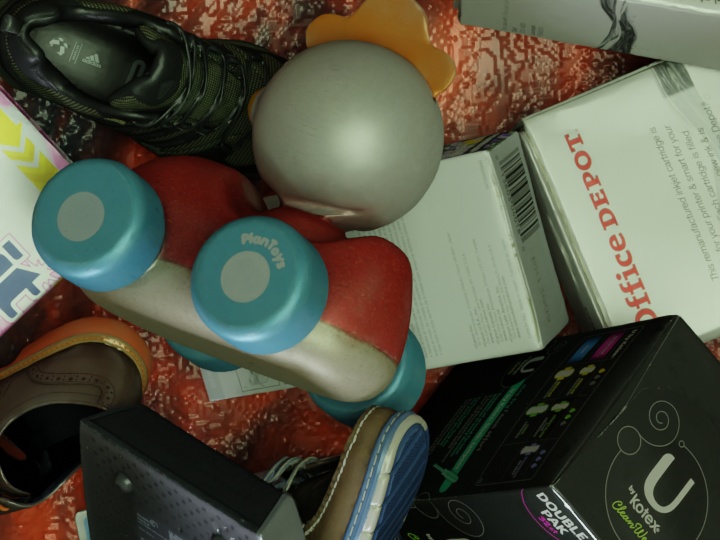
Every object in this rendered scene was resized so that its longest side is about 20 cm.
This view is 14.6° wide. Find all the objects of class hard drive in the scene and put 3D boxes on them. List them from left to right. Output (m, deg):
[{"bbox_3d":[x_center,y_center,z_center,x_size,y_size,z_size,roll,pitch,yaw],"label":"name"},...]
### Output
[{"bbox_3d":[-0.076,0.162,1.408,0.042,0.135,0.201,-39,143,-32],"label":"hard drive"}]

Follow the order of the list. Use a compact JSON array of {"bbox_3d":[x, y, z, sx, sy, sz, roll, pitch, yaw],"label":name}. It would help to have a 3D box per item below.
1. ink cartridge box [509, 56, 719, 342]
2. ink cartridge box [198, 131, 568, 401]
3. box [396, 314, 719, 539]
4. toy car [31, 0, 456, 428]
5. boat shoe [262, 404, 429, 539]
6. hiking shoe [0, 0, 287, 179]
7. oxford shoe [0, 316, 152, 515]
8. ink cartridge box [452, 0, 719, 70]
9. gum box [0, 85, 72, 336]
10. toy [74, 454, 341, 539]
[{"bbox_3d":[0.195,-0.046,1.499,0.199,0.083,0.147,-22,88,-7],"label":"ink cartridge box"},{"bbox_3d":[0.000,0.000,1.485,0.199,0.050,0.109,-11,103,26],"label":"ink cartridge box"},{"bbox_3d":[0.117,0.125,1.446,0.149,0.200,0.124,49,61,-17],"label":"box"},{"bbox_3d":[-0.033,-0.049,1.387,0.176,0.184,0.201,20,81,25],"label":"toy car"},{"bbox_3d":[-0.024,0.134,1.414,0.072,0.072,0.200,30,133,10],"label":"boat shoe"},{"bbox_3d":[-0.097,-0.090,1.440,0.199,0.101,0.076,15,96,-13],"label":"hiking shoe"},{"bbox_3d":[-0.196,0.096,1.439,0.200,0.073,0.071,-34,113,22],"label":"oxford shoe"},{"bbox_3d":[0.156,-0.189,1.440,0.199,0.084,0.147,10,77,3],"label":"ink cartridge box"},{"bbox_3d":[-0.232,-0.062,1.436,0.113,0.066,0.200,-43,103,-1],"label":"gum box"},{"bbox_3d":[-0.044,0.168,1.518,0.199,0.047,0.116,-12,100,-9],"label":"toy"}]
